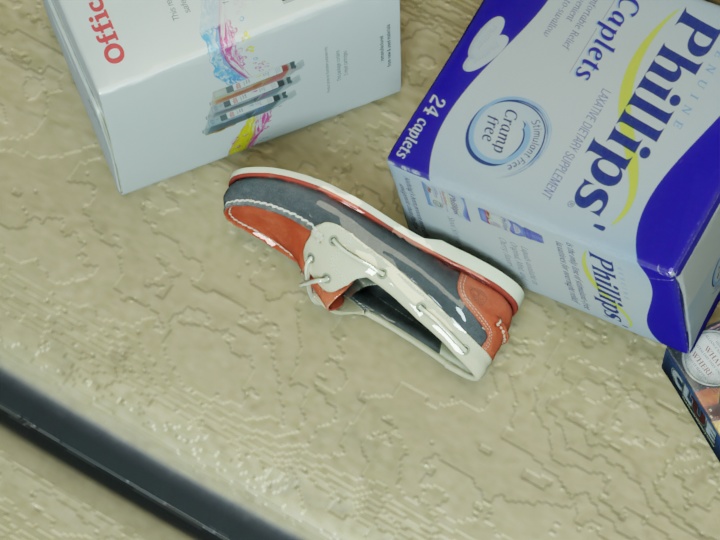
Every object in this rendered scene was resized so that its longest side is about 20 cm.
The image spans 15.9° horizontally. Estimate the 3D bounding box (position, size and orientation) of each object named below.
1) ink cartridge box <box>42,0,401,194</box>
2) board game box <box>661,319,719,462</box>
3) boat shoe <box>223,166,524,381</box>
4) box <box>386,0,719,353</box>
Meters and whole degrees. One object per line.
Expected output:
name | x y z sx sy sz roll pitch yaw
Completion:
ink cartridge box | -0.091 -0.167 1.608 0.199 0.145 0.146 -20 67 -9
board game box | 0.287 0.104 1.539 0.135 0.035 0.201 -26 68 -11
boat shoe | 0.000 0.000 1.575 0.199 0.071 0.063 26 71 8
box | 0.149 -0.079 1.569 0.199 0.105 0.184 22 68 23
